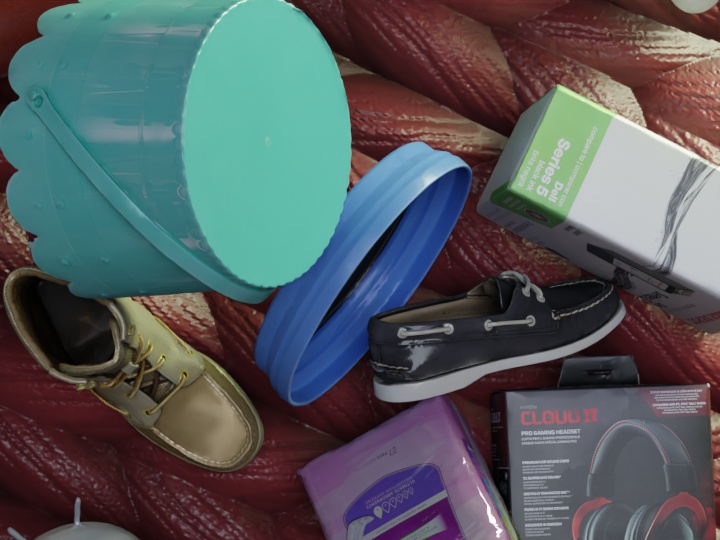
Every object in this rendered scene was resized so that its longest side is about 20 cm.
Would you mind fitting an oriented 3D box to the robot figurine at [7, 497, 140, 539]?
[{"bbox_3d":[-0.174,0.255,1.543,0.169,0.113,0.201,-25,88,21],"label":"robot figurine"}]

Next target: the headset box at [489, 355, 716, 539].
[{"bbox_3d":[0.169,0.161,1.608,0.147,0.075,0.202,-1,86,-6],"label":"headset box"}]

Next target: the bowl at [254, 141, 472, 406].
[{"bbox_3d":[0.000,0.000,1.545,0.039,0.201,0.201,37,82,13],"label":"bowl"}]

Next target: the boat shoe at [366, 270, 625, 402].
[{"bbox_3d":[0.094,0.033,1.595,0.199,0.074,0.061,-17,108,-19],"label":"boat shoe"}]

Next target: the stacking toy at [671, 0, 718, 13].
[{"bbox_3d":[0.249,-0.285,1.647,0.145,0.146,0.202,-1,103,-6],"label":"stacking toy"}]

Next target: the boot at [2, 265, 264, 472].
[{"bbox_3d":[-0.151,0.066,1.537,0.200,0.155,0.073,43,90,0],"label":"boot"}]

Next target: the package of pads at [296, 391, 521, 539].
[{"bbox_3d":[0.046,0.191,1.542,0.120,0.076,0.201,-31,54,9],"label":"package of pads"}]

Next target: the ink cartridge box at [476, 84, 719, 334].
[{"bbox_3d":[0.193,-0.039,1.592,0.199,0.146,0.085,27,83,-3],"label":"ink cartridge box"}]

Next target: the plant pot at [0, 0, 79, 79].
[{"bbox_3d":[-0.222,-0.219,1.547,0.194,0.201,0.202,-20,88,0],"label":"plant pot"}]

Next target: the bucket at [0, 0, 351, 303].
[{"bbox_3d":[-0.108,-0.076,1.421,0.134,0.207,0.209,1,84,35],"label":"bucket"}]
